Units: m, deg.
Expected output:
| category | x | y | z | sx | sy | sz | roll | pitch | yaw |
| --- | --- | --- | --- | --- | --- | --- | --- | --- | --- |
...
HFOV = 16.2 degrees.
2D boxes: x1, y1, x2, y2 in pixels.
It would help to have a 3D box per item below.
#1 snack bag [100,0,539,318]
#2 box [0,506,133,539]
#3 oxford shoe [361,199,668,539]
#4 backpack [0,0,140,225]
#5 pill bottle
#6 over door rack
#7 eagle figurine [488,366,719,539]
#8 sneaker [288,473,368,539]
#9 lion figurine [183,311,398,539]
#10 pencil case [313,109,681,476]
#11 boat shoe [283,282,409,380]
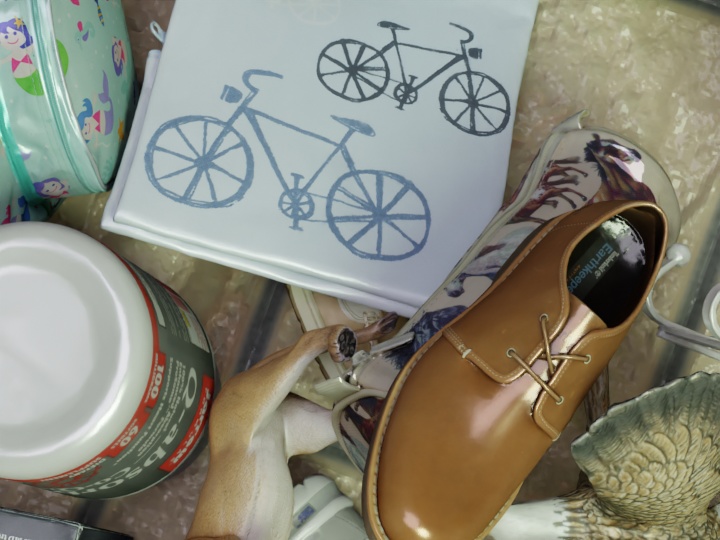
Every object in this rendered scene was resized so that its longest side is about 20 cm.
| category | x | y | z | sx | sy | sz | roll | pitch | yaw |
| --- | --- | --- | --- | --- | --- | --- | --- | --- | --- |
| snack bag | -0.015 | -0.082 | 1.241 | 0.188 | 0.021 | 0.200 | 15 | 63 | -6 |
| box | -0.235 | 0.197 | 1.246 | 0.200 | 0.104 | 0.182 | 11 | 83 | 11 |
| oxford shoe | 0.067 | 0.041 | 1.073 | 0.071 | 0.071 | 0.200 | 39 | 63 | -10 |
| backpack | -0.192 | -0.094 | 1.215 | 0.150 | 0.200 | 0.178 | -7 | 104 | 17 |
| pill bottle | -0.132 | 0.049 | 1.201 | 0.116 | 0.200 | 0.116 | -2 | 81 | 10 |
| over door rack | 0.236 | 0.052 | 1.132 | 0.200 | 0.148 | 0.067 | 34 | 86 | -19 |
| eagle figurine | 0.121 | 0.120 | 1.144 | 0.151 | 0.200 | 0.152 | -29 | 96 | -4 |
| sneaker | -0.054 | 0.197 | 1.230 | 0.082 | 0.075 | 0.200 | 37 | 88 | 14 |
| lion figurine | -0.054 | 0.108 | 1.187 | 0.122 | 0.072 | 0.200 | -6 | 51 | 45 |
| pencil case | 0.068 | 0.018 | 1.164 | 0.200 | 0.078 | 0.089 | -50 | 116 | -29 |
| boat shoe | 0.000 | 0.000 | 1.252 | 0.066 | 0.074 | 0.200 | -26 | 79 | 10 |
